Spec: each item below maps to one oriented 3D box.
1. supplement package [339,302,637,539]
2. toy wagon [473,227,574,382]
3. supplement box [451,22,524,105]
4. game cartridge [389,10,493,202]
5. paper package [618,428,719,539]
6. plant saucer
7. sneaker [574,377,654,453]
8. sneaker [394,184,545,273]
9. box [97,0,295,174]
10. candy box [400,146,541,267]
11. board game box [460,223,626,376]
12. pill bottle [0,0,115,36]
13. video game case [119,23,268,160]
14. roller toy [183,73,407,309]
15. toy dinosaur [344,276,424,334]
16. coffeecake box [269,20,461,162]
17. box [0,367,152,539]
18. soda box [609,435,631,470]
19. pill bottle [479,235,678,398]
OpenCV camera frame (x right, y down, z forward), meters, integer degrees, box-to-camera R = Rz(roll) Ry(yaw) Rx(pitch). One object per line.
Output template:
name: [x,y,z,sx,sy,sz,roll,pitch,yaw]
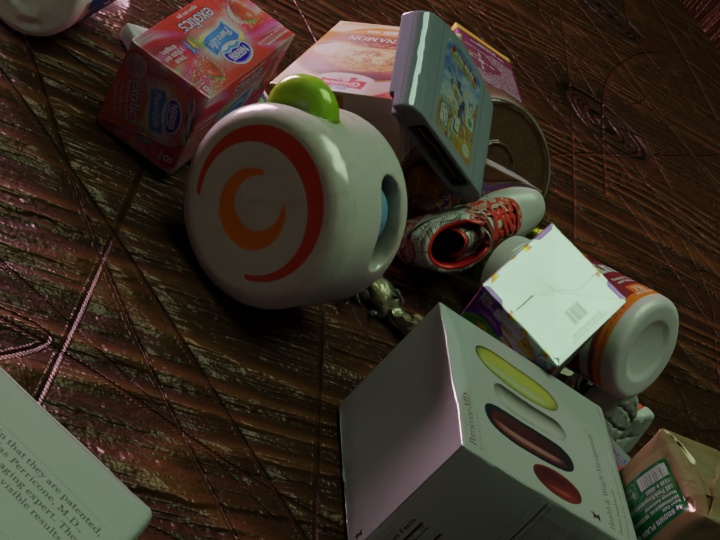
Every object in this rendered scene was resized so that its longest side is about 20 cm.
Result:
supplement package: [0.105,0.174,1.217,0.199,0.147,0.192,32,27,-23]
toy wagon: [0.202,0.036,1.634,0.153,0.040,0.202,17,47,-19]
supplement box: [0.136,-0.213,1.893,0.103,0.131,0.201,29,27,-23]
game cartridge: [0.090,-0.177,1.509,0.200,0.041,0.135,46,52,-53]
paper package: [0.278,0.262,1.273,0.189,0.200,0.104,22,31,-34]
plant saucer: [0.159,-0.130,1.752,0.199,0.202,0.034,32,-16,-21]
sneaker: [0.257,0.151,1.562,0.082,0.077,0.200,40,1,26]
sneaker: [0.137,-0.043,1.568,0.199,0.068,0.108,-14,13,-21]
box: [-0.160,-0.192,1.414,0.094,0.103,0.200,36,34,3]
candy box: [0.102,-0.083,1.644,0.199,0.118,0.056,23,13,-37]
board game box: [0.154,0.062,1.381,0.105,0.200,0.103,-39,79,-27]
pill bottle: [-0.292,-0.312,1.442,0.111,0.111,0.200,40,25,-5]
video game case: [-0.151,-0.174,1.540,0.181,0.023,0.201,10,40,-49]
roller toy: [-0.057,-0.058,1.307,0.139,0.199,0.184,-7,64,-59]
toy dinosaur: [0.000,0.000,1.460,0.201,0.047,0.088,53,12,21]
coffeecake box: [0.010,-0.201,1.571,0.152,0.074,0.200,10,32,19]
box: [-0.246,0.140,0.694,0.200,0.199,0.131,42,24,1]
soda box: [0.241,0.216,1.441,0.200,0.070,0.063,47,27,9]
pill bottle: [0.222,0.041,1.492,0.199,0.114,0.112,31,14,39]
